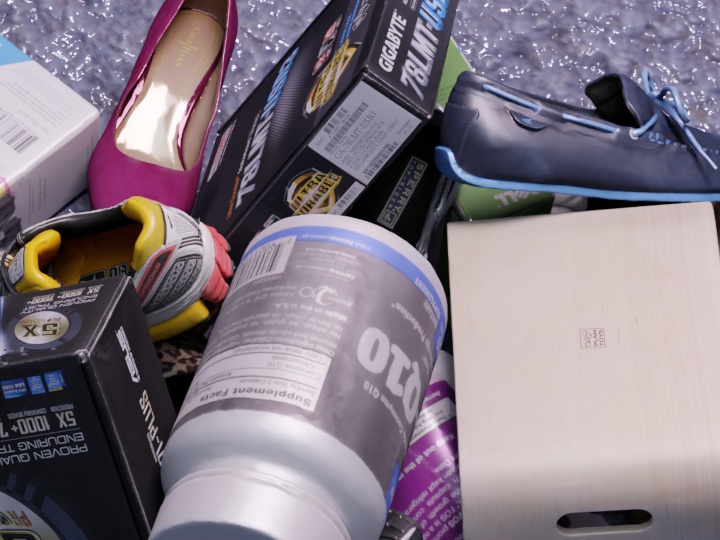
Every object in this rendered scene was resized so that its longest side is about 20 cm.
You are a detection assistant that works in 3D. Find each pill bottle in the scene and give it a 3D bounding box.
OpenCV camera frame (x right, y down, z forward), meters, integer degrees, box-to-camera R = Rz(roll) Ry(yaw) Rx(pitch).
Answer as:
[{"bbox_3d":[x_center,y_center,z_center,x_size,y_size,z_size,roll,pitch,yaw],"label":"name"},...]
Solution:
[{"bbox_3d":[-0.032,0.078,1.270,0.113,0.114,0.200,16,48,4],"label":"pill bottle"},{"bbox_3d":[0.067,0.146,1.376,0.112,0.112,0.200,-30,63,-26],"label":"pill bottle"}]

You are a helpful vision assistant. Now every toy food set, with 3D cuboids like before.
[{"bbox_3d":[0.120,0.052,1.353,0.143,0.060,0.200,-4,54,3],"label":"toy food set"}]

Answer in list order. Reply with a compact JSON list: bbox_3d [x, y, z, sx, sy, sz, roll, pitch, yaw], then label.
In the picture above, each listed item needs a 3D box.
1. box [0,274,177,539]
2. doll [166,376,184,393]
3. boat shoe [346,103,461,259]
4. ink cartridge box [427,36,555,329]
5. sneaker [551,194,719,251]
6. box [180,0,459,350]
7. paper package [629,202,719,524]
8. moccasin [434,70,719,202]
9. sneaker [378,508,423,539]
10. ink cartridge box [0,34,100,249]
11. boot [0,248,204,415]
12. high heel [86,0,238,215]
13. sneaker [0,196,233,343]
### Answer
[{"bbox_3d":[-0.193,0.106,1.288,0.199,0.164,0.086,-9,24,14],"label":"box"},{"bbox_3d":[-0.055,0.056,1.464,0.136,0.049,0.200,13,56,12],"label":"doll"},{"bbox_3d":[0.003,0.001,1.408,0.073,0.068,0.200,31,80,6],"label":"boat shoe"},{"bbox_3d":[0.060,-0.038,1.513,0.059,0.104,0.200,-20,59,-20],"label":"ink cartridge box"},{"bbox_3d":[0.145,-0.019,1.490,0.074,0.080,0.200,-10,28,-19],"label":"sneaker"},{"bbox_3d":[-0.024,-0.078,1.415,0.050,0.199,0.200,36,32,-14],"label":"box"},{"bbox_3d":[0.265,0.063,1.469,0.190,0.104,0.200,15,54,5],"label":"paper package"},{"bbox_3d":[0.139,-0.074,1.404,0.200,0.068,0.080,2,8,-29],"label":"moccasin"},{"bbox_3d":[-0.034,0.206,1.287,0.200,0.088,0.076,-44,29,-24],"label":"sneaker"},{"bbox_3d":[-0.260,-0.049,1.499,0.115,0.068,0.200,37,57,19],"label":"ink cartridge box"},{"bbox_3d":[-0.175,0.054,1.416,0.200,0.073,0.151,-17,41,-27],"label":"boot"},{"bbox_3d":[-0.113,-0.100,1.509,0.067,0.096,0.200,15,37,-9],"label":"high heel"},{"bbox_3d":[-0.170,0.011,1.337,0.200,0.082,0.078,-25,59,14],"label":"sneaker"}]
